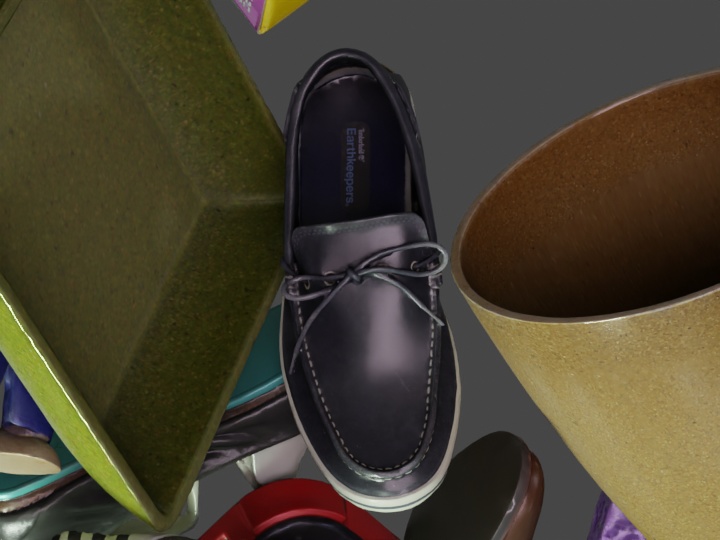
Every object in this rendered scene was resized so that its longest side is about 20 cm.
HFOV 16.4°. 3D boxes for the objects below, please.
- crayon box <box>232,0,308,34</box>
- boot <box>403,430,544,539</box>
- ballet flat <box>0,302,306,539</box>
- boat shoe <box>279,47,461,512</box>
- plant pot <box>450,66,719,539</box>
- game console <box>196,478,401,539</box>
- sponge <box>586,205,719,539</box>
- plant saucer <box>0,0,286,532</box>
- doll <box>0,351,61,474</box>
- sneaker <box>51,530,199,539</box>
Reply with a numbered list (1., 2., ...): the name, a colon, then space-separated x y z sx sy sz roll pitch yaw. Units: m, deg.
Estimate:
1. crayon box: -0.032 -0.223 0.970 0.172 0.058 0.200 -37 83 -15
2. boot: 0.111 0.156 1.088 0.200 0.064 0.187 12 127 -20
3. ballet flat: -0.072 0.074 1.090 0.200 0.068 0.068 -25 120 -5
4. boat shoe: 0.000 0.000 1.034 0.074 0.062 0.200 -5 72 4
5. plant pot: 0.159 0.046 1.033 0.186 0.186 0.200 -25 115 0
6. game console: -0.041 0.199 1.121 0.200 0.031 0.177 -43 122 10
7. sponge: 0.174 0.076 1.136 0.111 0.030 0.200 13 103 -8
8. plant saucer: -0.105 -0.032 0.984 0.048 0.200 0.200 -7 130 28
9. doll: -0.137 -0.024 1.026 0.136 0.048 0.200 32 63 -48
10. sneaker: -0.079 0.157 1.038 0.115 0.201 0.076 11 60 21
